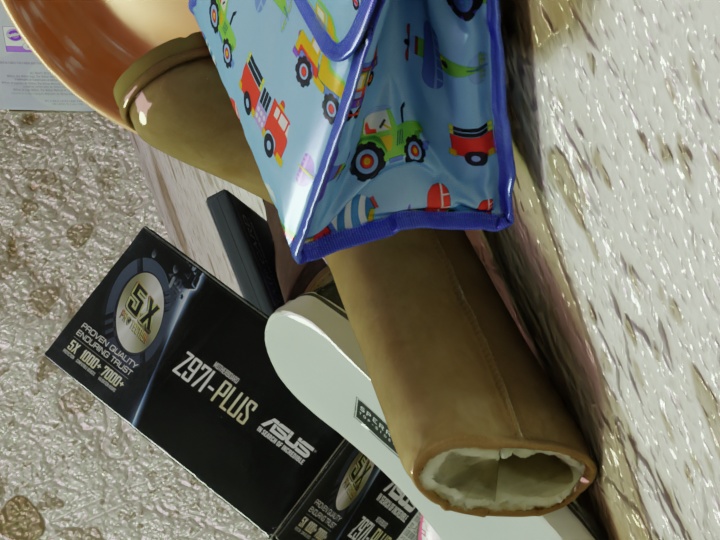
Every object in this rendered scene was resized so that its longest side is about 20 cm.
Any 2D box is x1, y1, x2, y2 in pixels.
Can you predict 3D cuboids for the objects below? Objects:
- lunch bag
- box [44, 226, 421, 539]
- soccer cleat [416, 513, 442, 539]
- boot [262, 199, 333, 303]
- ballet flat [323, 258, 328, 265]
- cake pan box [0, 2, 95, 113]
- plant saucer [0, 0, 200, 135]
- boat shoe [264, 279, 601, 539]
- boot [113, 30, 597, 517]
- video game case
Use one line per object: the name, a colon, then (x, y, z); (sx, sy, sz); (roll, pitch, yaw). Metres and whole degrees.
lunch bag: (0.003, -0.129, 0.829); (0.200, 0.094, 0.151); (97, 157, -46)
box: (-0.045, 0.083, 1.186); (0.164, 0.086, 0.200); (35, 174, 27)
soccer cleat: (0.088, 0.184, 1.062); (0.086, 0.070, 0.200); (26, 140, 59)
boot: (-0.035, -0.035, 1.308); (0.200, 0.072, 0.167); (83, 163, -77)
ballet flat: (0.014, -0.015, 1.084); (0.071, 0.069, 0.200); (-2, 115, 59)
cake pan box: (-0.155, -0.158, 1.112); (0.184, 0.199, 0.052); (86, -175, -49)
plant saucer: (-0.076, -0.147, 1.019); (0.037, 0.200, 0.201); (-56, -43, -51)
boat shoe: (0.046, 0.070, 1.010); (0.200, 0.064, 0.071); (43, 144, 22)
boot: (0.000, 0.000, 0.935); (0.066, 0.175, 0.200); (-48, 49, 36)
video game case: (-0.027, 0.041, 1.421); (0.200, 0.019, 0.143); (37, -153, -63)
